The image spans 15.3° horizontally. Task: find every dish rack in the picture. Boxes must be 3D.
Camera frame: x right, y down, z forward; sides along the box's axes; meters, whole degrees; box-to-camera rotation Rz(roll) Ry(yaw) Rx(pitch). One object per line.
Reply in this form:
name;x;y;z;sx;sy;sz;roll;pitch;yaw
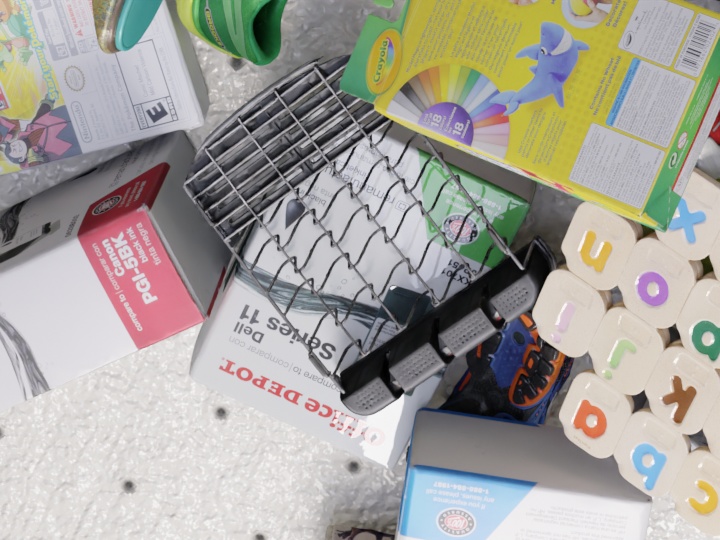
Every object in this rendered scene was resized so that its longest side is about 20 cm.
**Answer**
dish rack;0.001;-0.024;1.548;0.153;0.055;0.200;-35;102;15

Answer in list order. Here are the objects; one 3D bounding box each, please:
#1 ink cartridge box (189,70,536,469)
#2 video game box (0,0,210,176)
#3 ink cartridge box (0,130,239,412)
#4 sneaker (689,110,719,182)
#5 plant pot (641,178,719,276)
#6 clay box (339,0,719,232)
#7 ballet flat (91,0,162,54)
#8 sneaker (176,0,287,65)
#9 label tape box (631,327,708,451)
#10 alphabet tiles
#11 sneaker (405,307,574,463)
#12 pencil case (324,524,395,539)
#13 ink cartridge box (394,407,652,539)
ink cartridge box;0.000;0.000;1.630;0.146;0.083;0.201;24;113;-4
video game box;-0.204;-0.161;1.603;0.181;0.047;0.201;-14;110;8
ink cartridge box;-0.185;0.009;1.617;0.199;0.147;0.083;-24;107;14
sneaker;0.153;-0.131;1.508;0.077;0.200;0.085;-33;139;1
plant pot;0.259;-0.032;1.548;0.191;0.200;0.202;5;114;16
clay box;0.095;-0.111;1.445;0.199;0.048;0.116;24;90;28
ballet flat;-0.116;-0.219;1.529;0.070;0.071;0.201;29;81;-7
sneaker;-0.032;-0.206;1.547;0.083;0.074;0.201;39;121;15
label tape box;0.250;0.105;1.573;0.143;0.200;0.066;36;85;-22
alphabet tiles;0.190;0.046;1.485;0.199;0.015;0.196;34;126;19
sneaker;0.093;0.079;1.661;0.075;0.078;0.201;39;130;13
pencil case;0.067;0.221;1.714;0.198;0.078;0.090;9;71;1
ink cartridge box;0.087;0.198;1.612;0.145;0.084;0.201;8;114;0
